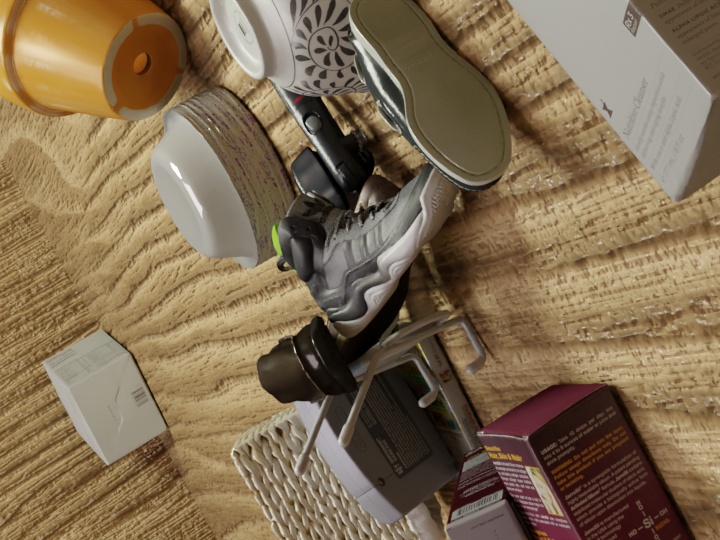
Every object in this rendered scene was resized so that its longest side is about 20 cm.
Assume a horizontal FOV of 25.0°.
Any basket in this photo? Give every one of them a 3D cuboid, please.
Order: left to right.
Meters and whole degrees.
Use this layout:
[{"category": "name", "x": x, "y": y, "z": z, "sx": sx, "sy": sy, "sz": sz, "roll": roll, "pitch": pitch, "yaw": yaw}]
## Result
[{"category": "basket", "x": -0.021, "y": 0.226, "z": 1.753, "sx": 0.199, "sy": 0.160, "sz": 0.200, "roll": 61, "pitch": -178, "yaw": 0}]

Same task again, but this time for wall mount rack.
[{"category": "wall mount rack", "x": 0.017, "y": 0.110, "z": 1.490, "sx": 0.075, "sy": 0.173, "sz": 0.200, "roll": 62, "pitch": 152, "yaw": 9}]

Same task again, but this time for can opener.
[{"category": "can opener", "x": -0.049, "y": -0.143, "z": 1.491, "sx": 0.201, "sy": 0.078, "sz": 0.063, "roll": 62, "pitch": -179, "yaw": 24}]

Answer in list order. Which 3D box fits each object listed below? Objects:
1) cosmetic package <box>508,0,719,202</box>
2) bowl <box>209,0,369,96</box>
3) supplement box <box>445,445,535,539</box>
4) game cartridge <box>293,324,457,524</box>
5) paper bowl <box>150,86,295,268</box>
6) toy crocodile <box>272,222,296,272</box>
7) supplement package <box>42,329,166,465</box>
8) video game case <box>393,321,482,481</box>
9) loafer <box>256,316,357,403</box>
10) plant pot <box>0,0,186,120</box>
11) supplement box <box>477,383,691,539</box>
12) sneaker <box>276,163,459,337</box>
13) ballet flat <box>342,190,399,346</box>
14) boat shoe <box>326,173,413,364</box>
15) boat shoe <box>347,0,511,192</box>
[{"category": "cosmetic package", "x": 0.149, "y": -0.154, "z": 0.886, "sx": 0.200, "sy": 0.081, "sz": 0.113, "roll": 52, "pitch": 163, "yaw": 22}, {"category": "bowl", "x": -0.065, "y": -0.219, "z": 1.364, "sx": 0.201, "sy": 0.094, "sz": 0.201, "roll": 51, "pitch": 162, "yaw": 25}, {"category": "supplement box", "x": 0.131, "y": 0.228, "z": 1.438, "sx": 0.109, "sy": 0.061, "sz": 0.200, "roll": 63, "pitch": -167, "yaw": -7}, {"category": "game cartridge", "x": 0.005, "y": 0.147, "z": 1.615, "sx": 0.041, "sy": 0.133, "sz": 0.201, "roll": -36, "pitch": 84, "yaw": 44}, {"category": "paper bowl", "x": -0.159, "y": -0.094, "z": 1.814, "sx": 0.201, "sy": 0.104, "sz": 0.201, "roll": 50, "pitch": 159, "yaw": 27}, {"category": "toy crocodile", "x": -0.044, "y": -0.047, "z": 1.623, "sx": 0.062, "sy": 0.067, "sz": 0.200, "roll": 59, "pitch": 163, "yaw": 6}, {"category": "supplement package", "x": -0.524, "y": 0.255, "z": 3.326, "sx": 0.200, "sy": 0.147, "sz": 0.192, "roll": 27, "pitch": 143, "yaw": 61}, {"category": "video game case", "x": 0.067, "y": 0.135, "z": 1.682, "sx": 0.183, "sy": 0.023, "sz": 0.200, "roll": 63, "pitch": 164, "yaw": -9}, {"category": "loafer", "x": -0.054, "y": 0.093, "z": 1.454, "sx": 0.073, "sy": 0.071, "sz": 0.200, "roll": 61, "pitch": 170, "yaw": 4}, {"category": "plant pot", "x": -0.303, "y": -0.256, "z": 1.846, "sx": 0.183, "sy": 0.200, "sz": 0.201, "roll": 26, "pitch": 146, "yaw": 35}, {"category": "supplement box", "x": 0.192, "y": 0.198, "z": 1.319, "sx": 0.201, "sy": 0.085, "sz": 0.110, "roll": 61, "pitch": 164, "yaw": -5}, {"category": "sneaker", "x": -0.002, "y": -0.038, "z": 1.366, "sx": 0.114, "sy": 0.076, "sz": 0.200, "roll": 37, "pitch": 128, "yaw": 4}, {"category": "ballet flat", "x": 0.010, "y": 0.005, "z": 1.555, "sx": 0.067, "sy": 0.068, "sz": 0.201, "roll": 41, "pitch": 154, "yaw": 37}, {"category": "boat shoe", "x": 0.000, "y": 0.000, "z": 1.482, "sx": 0.072, "sy": 0.072, "sz": 0.201, "roll": 40, "pitch": 134, "yaw": 24}, {"category": "boat shoe", "x": 0.053, "y": -0.128, "z": 1.223, "sx": 0.060, "sy": 0.075, "sz": 0.201, "roll": 88, "pitch": 159, "yaw": -56}]
